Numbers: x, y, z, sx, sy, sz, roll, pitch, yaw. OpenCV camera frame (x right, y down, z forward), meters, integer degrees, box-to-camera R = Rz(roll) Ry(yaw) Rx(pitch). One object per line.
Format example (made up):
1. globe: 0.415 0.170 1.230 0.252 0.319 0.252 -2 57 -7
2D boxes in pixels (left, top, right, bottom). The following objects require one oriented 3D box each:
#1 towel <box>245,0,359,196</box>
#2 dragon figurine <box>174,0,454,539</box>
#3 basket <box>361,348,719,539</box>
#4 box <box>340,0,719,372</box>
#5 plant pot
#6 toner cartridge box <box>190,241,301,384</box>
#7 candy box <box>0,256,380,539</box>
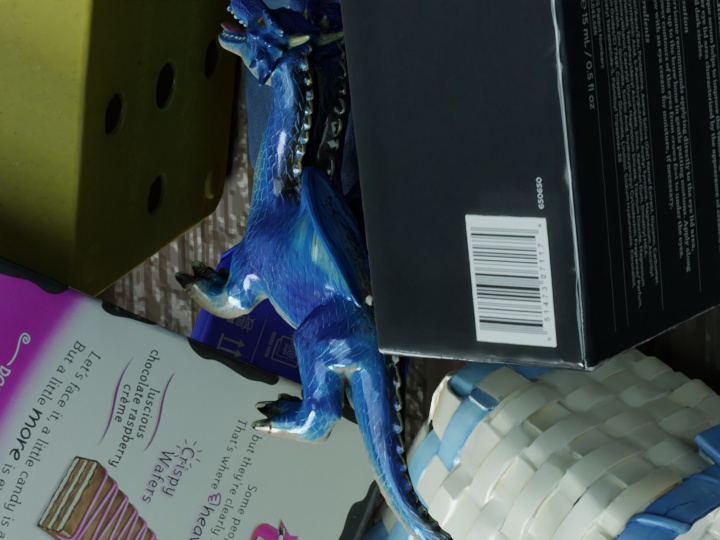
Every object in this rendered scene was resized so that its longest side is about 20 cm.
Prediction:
1. towel: -0.008 -0.103 0.926 0.112 0.048 0.201 -153 57 -66
2. dragon figurine: 0.000 0.000 0.831 0.200 0.059 0.100 60 137 30
3. basket: 0.098 0.123 0.882 0.200 0.139 0.177 48 126 23
4. box: 0.063 -0.087 0.746 0.079 0.141 0.201 4 105 40
5. plant pot: -0.149 -0.085 0.968 0.176 0.200 0.201 13 112 18
6. toner cartridge box: -0.061 0.091 0.957 0.043 0.095 0.201 20 85 -6
7. candy box: -0.104 0.077 0.873 0.199 0.061 0.137 24 83 -6
